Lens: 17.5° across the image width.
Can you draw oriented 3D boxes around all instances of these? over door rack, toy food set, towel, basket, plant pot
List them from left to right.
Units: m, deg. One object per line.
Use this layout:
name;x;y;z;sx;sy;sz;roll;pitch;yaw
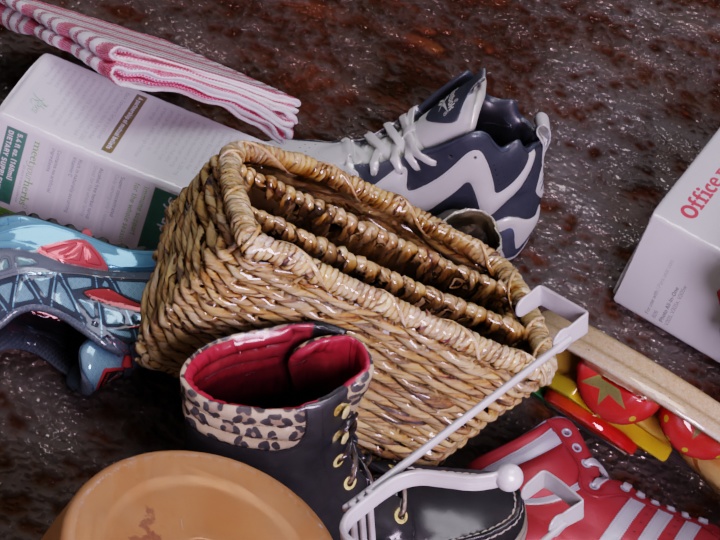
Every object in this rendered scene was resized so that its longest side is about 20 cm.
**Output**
towel;-0.143;-0.132;1.483;0.146;0.030;0.200;15;8;-37
plant pot;-0.090;0.183;1.129;0.200;0.140;0.200;13;40;-11
basket;0.000;0.000;1.283;0.200;0.149;0.143;24;53;-17
over door rack;0.065;0.124;1.148;0.067;0.148;0.200;20;45;26
toy food set;0.168;0.088;1.346;0.200;0.049;0.198;34;-3;-30

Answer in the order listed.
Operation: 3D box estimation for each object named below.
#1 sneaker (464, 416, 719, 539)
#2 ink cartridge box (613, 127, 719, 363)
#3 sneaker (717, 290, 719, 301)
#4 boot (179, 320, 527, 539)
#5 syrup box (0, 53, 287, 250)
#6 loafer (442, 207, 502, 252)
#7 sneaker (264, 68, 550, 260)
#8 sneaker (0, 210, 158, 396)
sneaker;0.152;0.145;1.337;0.200;0.071;0.113;6;44;-14
ink cartridge box;0.288;0.007;1.548;0.200;0.088;0.145;30;40;14
sneaker;0.262;0.073;1.412;0.112;0.071;0.200;10;69;8
boot;-0.006;0.100;1.229;0.199;0.151;0.073;-1;43;-4
syrup box;-0.124;-0.048;1.431;0.200;0.079;0.081;23;38;3
loafer;0.033;0.023;1.427;0.076;0.068;0.200;25;39;5
sneaker;0.031;-0.083;1.501;0.199;0.130;0.080;14;38;-8
sneaker;-0.136;0.038;1.347;0.200;0.079;0.096;11;54;-3
